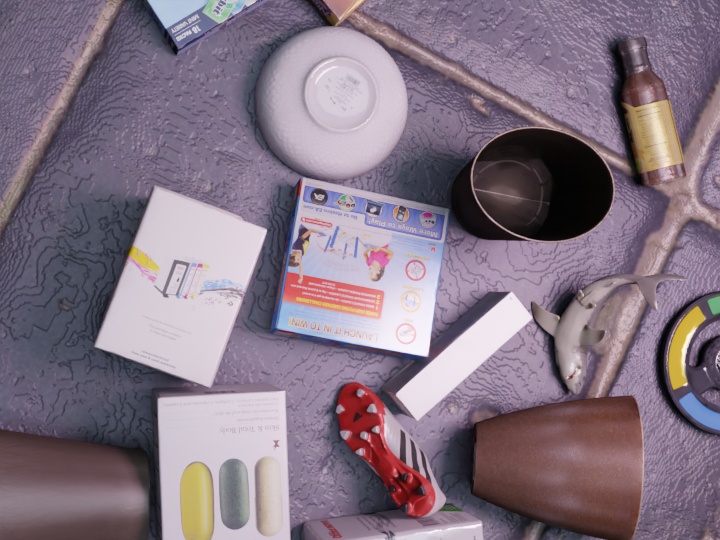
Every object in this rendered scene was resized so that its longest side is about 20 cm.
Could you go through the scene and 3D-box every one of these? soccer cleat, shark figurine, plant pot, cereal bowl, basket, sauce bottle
[{"bbox_3d":[0.038,0.228,1.474,0.069,0.085,0.200,-44,64,13],"label":"soccer cleat"},{"bbox_3d":[0.319,0.048,1.533,0.089,0.215,0.128,-10,55,-48],"label":"shark figurine"},{"bbox_3d":[0.243,0.248,1.483,0.200,0.187,0.187,3,87,3],"label":"plant pot"},{"bbox_3d":[-0.032,-0.216,1.475,0.200,0.083,0.200,0,88,-11],"label":"cereal bowl"},{"bbox_3d":[0.196,-0.098,1.458,0.180,0.200,0.136,9,87,-11],"label":"basket"},{"bbox_3d":[-0.353,0.271,1.361,0.200,0.136,0.180,2,88,-15],"label":"basket"},{"bbox_3d":[0.389,-0.215,1.574,0.065,0.065,0.200,-13,89,-12],"label":"sauce bottle"}]

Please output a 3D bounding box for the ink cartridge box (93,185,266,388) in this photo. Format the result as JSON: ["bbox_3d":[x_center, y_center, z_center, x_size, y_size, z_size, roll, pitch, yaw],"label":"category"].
[{"bbox_3d":[-0.218,0.020,1.394,0.145,0.147,0.200,21,84,-10],"label":"ink cartridge box"}]

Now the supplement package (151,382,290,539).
[{"bbox_3d":[-0.170,0.242,1.395,0.152,0.151,0.200,-2,89,-12],"label":"supplement package"}]

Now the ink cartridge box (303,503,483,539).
[{"bbox_3d":[0.039,0.350,1.439,0.200,0.147,0.083,-5,89,-11],"label":"ink cartridge box"}]

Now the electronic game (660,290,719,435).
[{"bbox_3d":[0.507,0.127,1.598,0.200,0.042,0.200,0,88,-12],"label":"electronic game"}]

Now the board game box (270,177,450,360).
[{"bbox_3d":[0.000,0.000,1.475,0.200,0.056,0.196,12,79,-11],"label":"board game box"}]

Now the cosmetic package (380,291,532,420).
[{"bbox_3d":[0.123,0.108,1.497,0.200,0.083,0.051,-40,96,-10],"label":"cosmetic package"}]

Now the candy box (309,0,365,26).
[{"bbox_3d":[0.004,-0.422,1.503,0.200,0.056,0.117,-42,97,-9],"label":"candy box"}]

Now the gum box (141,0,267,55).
[{"bbox_3d":[-0.214,-0.402,1.461,0.170,0.045,0.200,-34,94,-11],"label":"gum box"}]
